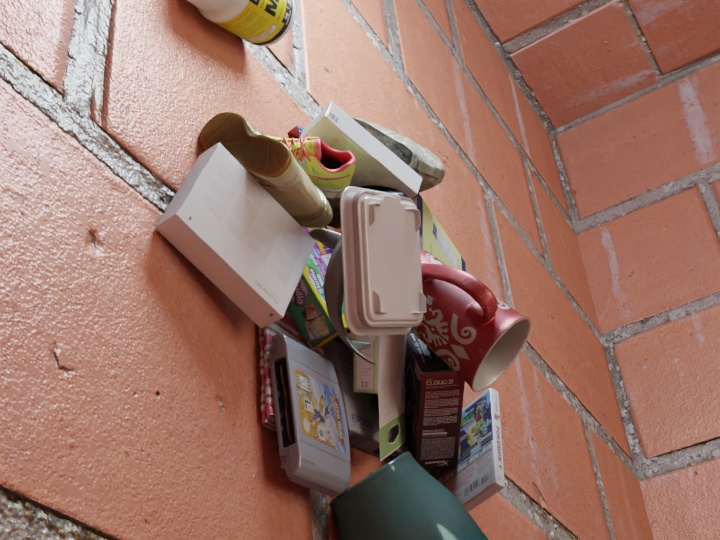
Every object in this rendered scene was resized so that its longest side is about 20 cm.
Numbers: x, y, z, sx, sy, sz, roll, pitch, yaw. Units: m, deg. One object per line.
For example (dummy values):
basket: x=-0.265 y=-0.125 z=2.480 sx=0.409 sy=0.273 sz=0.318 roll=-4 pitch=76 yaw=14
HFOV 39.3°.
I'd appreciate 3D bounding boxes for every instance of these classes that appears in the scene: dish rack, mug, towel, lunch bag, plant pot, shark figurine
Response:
dish rack: x=0.039 y=-0.013 z=1.390 sx=0.171 sy=0.043 sz=0.203 roll=3 pitch=82 yaw=-54
mug: x=0.144 y=0.051 z=1.499 sx=0.200 sy=0.179 sz=0.133 roll=38 pitch=38 yaw=27
towel: x=-0.097 y=0.148 z=1.411 sx=0.146 sy=0.030 sz=0.202 roll=41 pitch=33 yaw=-45
lunch bag: x=0.041 y=-0.197 z=1.816 sx=0.164 sy=0.198 sz=0.119 roll=11 pitch=98 yaw=-65
plant pot: x=0.059 y=0.360 z=1.369 sx=0.189 sy=0.199 sz=0.200 roll=57 pitch=20 yaw=10
shark figurine: x=-0.015 y=0.015 z=1.405 sx=0.127 sy=0.089 sz=0.217 roll=13 pitch=81 yaw=-18

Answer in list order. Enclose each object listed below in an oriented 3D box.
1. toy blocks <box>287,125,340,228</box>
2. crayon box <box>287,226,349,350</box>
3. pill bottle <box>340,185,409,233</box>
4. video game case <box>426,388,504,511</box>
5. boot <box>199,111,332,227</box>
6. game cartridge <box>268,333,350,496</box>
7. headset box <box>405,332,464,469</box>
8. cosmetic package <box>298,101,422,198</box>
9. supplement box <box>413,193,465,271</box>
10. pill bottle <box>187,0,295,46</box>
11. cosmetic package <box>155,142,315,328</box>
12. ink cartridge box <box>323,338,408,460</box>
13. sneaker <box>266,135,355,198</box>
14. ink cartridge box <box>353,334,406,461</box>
toy blocks: x=-0.081 y=-0.158 z=1.670 sx=0.136 sy=0.099 sz=0.202 roll=14 pitch=51 yaw=-51
crayon box: x=-0.072 y=0.007 z=1.521 sx=0.201 sy=0.058 sz=0.172 roll=59 pitch=22 yaw=6
pill bottle: x=0.018 y=-0.027 z=1.630 sx=0.112 sy=0.111 sz=0.202 roll=-67 pitch=166 yaw=-61
video game case: x=0.158 y=0.313 z=1.620 sx=0.023 sy=0.200 sz=0.183 roll=27 pitch=40 yaw=-22
boot: x=-0.134 y=-0.142 z=1.447 sx=0.199 sy=0.073 sz=0.156 roll=29 pitch=-13 yaw=40
game cartridge: x=-0.066 y=0.195 z=1.352 sx=0.133 sy=0.041 sz=0.202 roll=31 pitch=41 yaw=-47
headset box: x=0.111 y=0.192 z=1.614 sx=0.149 sy=0.074 sz=0.202 roll=-112 pitch=-158 yaw=-62
cosmetic package: x=0.000 y=-0.178 z=1.642 sx=0.199 sy=0.082 sz=0.051 roll=39 pitch=39 yaw=-17
supplement box: x=0.093 y=0.007 z=1.838 sx=0.200 sy=0.133 sz=0.201 roll=52 pitch=27 yaw=-34
pill bottle: x=-0.198 y=-0.443 z=1.620 sx=0.200 sy=0.113 sz=0.115 roll=10 pitch=59 yaw=-64
cosmetic package: x=-0.160 y=-0.046 z=1.336 sx=0.200 sy=0.051 sz=0.152 roll=46 pitch=39 yaw=-23
ink cartridge box: x=0.004 y=0.184 z=1.589 sx=0.199 sy=0.040 sz=0.202 roll=34 pitch=39 yaw=-54
sneaker: x=-0.096 y=-0.179 z=1.555 sx=0.198 sy=0.090 sz=0.079 roll=11 pitch=57 yaw=-22
ink cartridge box: x=0.032 y=0.175 z=1.539 sx=0.145 sy=0.047 sz=0.203 roll=-9 pitch=101 yaw=-71
